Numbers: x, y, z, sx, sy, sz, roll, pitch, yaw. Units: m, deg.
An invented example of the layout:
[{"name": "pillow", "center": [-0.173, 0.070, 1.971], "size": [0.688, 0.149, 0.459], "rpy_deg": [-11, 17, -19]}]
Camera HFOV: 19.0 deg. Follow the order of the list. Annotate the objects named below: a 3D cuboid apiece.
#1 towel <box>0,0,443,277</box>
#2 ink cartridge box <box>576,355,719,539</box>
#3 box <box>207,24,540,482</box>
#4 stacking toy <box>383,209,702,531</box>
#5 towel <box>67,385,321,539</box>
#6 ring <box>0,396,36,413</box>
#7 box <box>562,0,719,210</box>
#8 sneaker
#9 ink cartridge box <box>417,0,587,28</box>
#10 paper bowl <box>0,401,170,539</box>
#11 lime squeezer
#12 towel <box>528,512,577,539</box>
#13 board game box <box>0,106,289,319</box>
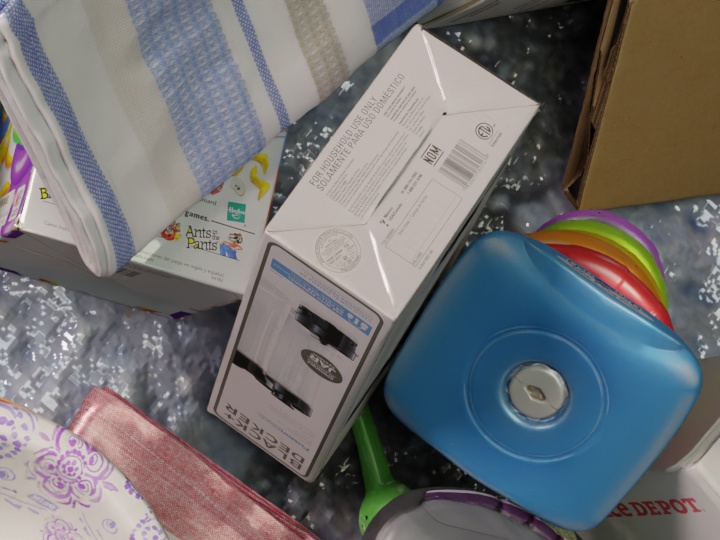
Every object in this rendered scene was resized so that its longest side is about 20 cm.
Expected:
[{"name": "towel", "center": [-0.052, -0.102, 0.831], "size": [0.200, 0.024, 0.147], "rpy_deg": [-40, 137, -20]}, {"name": "ink cartridge box", "center": [0.197, 0.138, 1.003], "size": [0.200, 0.145, 0.084], "rpy_deg": [49, 67, -11]}, {"name": "box", "center": [0.000, 0.000, 0.896], "size": [0.060, 0.200, 0.117], "rpy_deg": [33, 66, 5]}, {"name": "stacking toy", "center": [0.101, 0.016, 0.976], "size": [0.116, 0.110, 0.200], "rpy_deg": [34, 27, 3]}, {"name": "towel", "center": [-0.109, 0.171, 0.931], "size": [0.144, 0.023, 0.200], "rpy_deg": [36, 71, -15]}, {"name": "ring", "center": [-0.184, 0.147, 0.887], "size": [0.199, 0.019, 0.202], "rpy_deg": [3, 80, -19]}, {"name": "box", "center": [0.203, -0.109, 1.052], "size": [0.199, 0.021, 0.164], "rpy_deg": [-8, 129, -25]}, {"name": "sneaker", "center": [0.093, 0.156, 0.909], "size": [0.200, 0.087, 0.075], "rpy_deg": [32, 83, -25]}, {"name": "ink cartridge box", "center": [0.115, -0.210, 1.044], "size": [0.199, 0.084, 0.147], "rpy_deg": [-14, 89, -25]}, {"name": "paper bowl", "center": [-0.169, 0.151, 0.825], "size": [0.200, 0.104, 0.202], "rpy_deg": [3, 80, -19]}, {"name": "lime squeezer", "center": [0.039, 0.119, 1.003], "size": [0.200, 0.038, 0.071], "rpy_deg": [42, 37, -13]}, {"name": "towel", "center": [0.045, 0.211, 0.963], "size": [0.200, 0.036, 0.149], "rpy_deg": [-40, 110, -15]}, {"name": "board game box", "center": [-0.088, -0.093, 0.928], "size": [0.104, 0.103, 0.201], "rpy_deg": [17, 77, -20]}]
